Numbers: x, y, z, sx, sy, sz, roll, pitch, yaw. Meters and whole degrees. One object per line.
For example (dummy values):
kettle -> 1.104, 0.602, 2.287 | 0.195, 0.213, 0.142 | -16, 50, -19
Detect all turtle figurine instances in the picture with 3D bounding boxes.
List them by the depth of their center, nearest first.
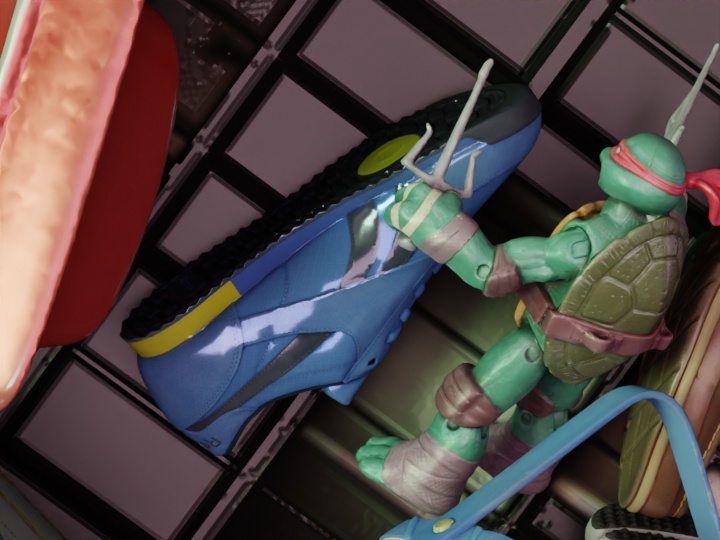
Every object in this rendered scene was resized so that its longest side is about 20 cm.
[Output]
turtle figurine -> 0.078, 0.002, 1.168 | 0.150, 0.101, 0.200 | 8, 119, -36

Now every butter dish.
butter dish -> -0.144, -0.049, 1.167 | 0.199, 0.148, 0.200 | 16, 90, 36

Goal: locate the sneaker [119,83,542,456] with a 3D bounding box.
sneaker -> 0.000, 0.000, 1.217 | 0.200, 0.066, 0.078 | -36, 106, 0

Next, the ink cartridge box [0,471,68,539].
ink cartridge box -> -0.166, 0.120, 1.144 | 0.085, 0.200, 0.145 | -43, 96, -4

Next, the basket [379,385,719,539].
basket -> 0.069, 0.160, 1.136 | 0.200, 0.139, 0.177 | -27, 106, -20

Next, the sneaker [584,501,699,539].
sneaker -> 0.182, 0.160, 1.240 | 0.200, 0.074, 0.080 | 16, 107, 0

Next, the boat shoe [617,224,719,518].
boat shoe -> 0.167, 0.015, 1.220 | 0.067, 0.072, 0.200 | 24, 88, -5
